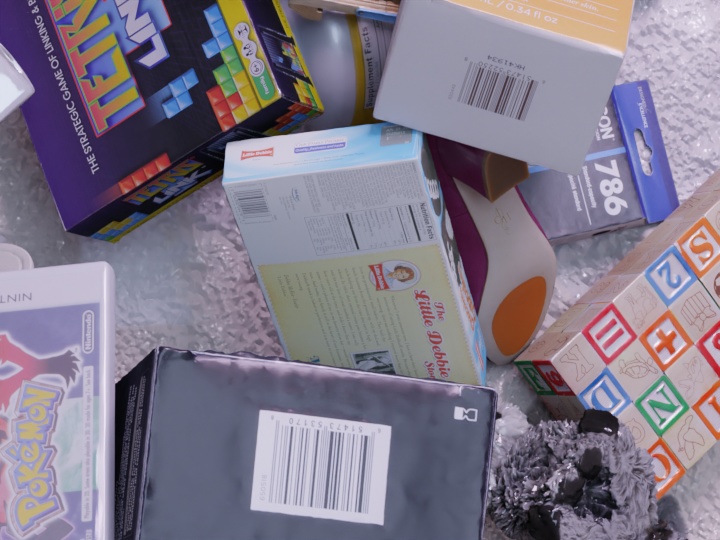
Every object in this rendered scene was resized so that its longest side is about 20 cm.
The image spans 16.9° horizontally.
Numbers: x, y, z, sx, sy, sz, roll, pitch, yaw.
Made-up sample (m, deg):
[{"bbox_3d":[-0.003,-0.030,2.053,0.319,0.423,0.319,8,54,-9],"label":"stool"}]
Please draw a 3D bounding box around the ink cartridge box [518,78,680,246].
[{"bbox_3d":[0.113,-0.065,1.559,0.199,0.039,0.100,-13,83,-16],"label":"ink cartridge box"}]

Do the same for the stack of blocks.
[{"bbox_3d":[0.210,0.038,1.544,0.200,0.059,0.115,-42,101,-17],"label":"stack of blocks"}]

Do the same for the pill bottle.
[{"bbox_3d":[0.010,-0.148,1.510,0.199,0.112,0.113,-12,83,-16],"label":"pill bottle"}]

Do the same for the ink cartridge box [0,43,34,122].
[{"bbox_3d":[-0.286,-0.046,1.391,0.200,0.162,0.050,-41,98,-18],"label":"ink cartridge box"}]

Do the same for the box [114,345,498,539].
[{"bbox_3d":[-0.044,0.123,1.401,0.195,0.200,0.118,8,79,-12],"label":"box"}]

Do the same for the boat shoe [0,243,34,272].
[{"bbox_3d":[-0.242,0.080,1.433,0.074,0.060,0.201,10,66,32],"label":"boat shoe"}]

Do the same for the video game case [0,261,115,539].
[{"bbox_3d":[-0.229,0.096,1.372,0.181,0.023,0.201,-6,65,6],"label":"video game case"}]

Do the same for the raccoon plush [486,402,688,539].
[{"bbox_3d":[0.118,0.161,1.507,0.097,0.134,0.201,-44,119,-29],"label":"raccoon plush"}]

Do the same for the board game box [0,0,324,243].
[{"bbox_3d":[-0.132,-0.144,1.436,0.165,0.057,0.201,-30,70,21],"label":"board game box"}]

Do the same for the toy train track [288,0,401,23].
[{"bbox_3d":[0.054,-0.143,1.441,0.199,0.033,0.115,10,47,-8],"label":"toy train track"}]

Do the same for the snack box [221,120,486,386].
[{"bbox_3d":[0.000,0.000,1.428,0.115,0.201,0.037,-6,45,11],"label":"snack box"}]

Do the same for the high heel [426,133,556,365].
[{"bbox_3d":[0.064,-0.030,1.495,0.067,0.201,0.096,-35,49,-17],"label":"high heel"}]

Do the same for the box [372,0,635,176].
[{"bbox_3d":[0.091,-0.168,1.383,0.124,0.098,0.201,16,46,-2],"label":"box"}]
